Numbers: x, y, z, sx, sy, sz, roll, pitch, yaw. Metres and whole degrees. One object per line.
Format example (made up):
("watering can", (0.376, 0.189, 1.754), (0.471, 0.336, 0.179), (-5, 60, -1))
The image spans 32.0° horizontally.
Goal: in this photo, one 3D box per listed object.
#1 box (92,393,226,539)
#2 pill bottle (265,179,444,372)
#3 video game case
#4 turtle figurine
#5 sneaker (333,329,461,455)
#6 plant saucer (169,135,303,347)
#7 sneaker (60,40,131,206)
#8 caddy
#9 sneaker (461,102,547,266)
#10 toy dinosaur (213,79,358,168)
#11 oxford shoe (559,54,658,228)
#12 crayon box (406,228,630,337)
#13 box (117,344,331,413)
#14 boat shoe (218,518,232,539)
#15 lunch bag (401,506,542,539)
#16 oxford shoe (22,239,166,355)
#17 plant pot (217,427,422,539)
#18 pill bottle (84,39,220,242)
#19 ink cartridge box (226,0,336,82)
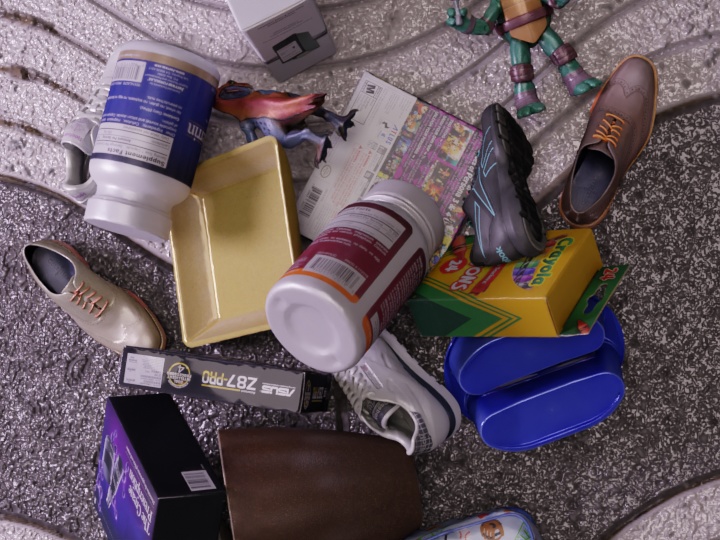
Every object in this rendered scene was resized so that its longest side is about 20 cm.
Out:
("box", (-0.216, 0.240, 1.318), (0.078, 0.200, 0.142), (-2, 115, -26))
("pill bottle", (0.000, 0.000, 1.283), (0.114, 0.115, 0.200), (32, 49, 10))
("video game case", (0.038, -0.095, 1.406), (0.180, 0.036, 0.201), (27, 90, 11))
("turtle figurine", (0.180, -0.276, 1.368), (0.149, 0.101, 0.201), (-21, 97, 21))
("sneaker", (0.014, 0.120, 1.347), (0.199, 0.080, 0.077), (36, 130, 27))
("plant saucer", (-0.130, -0.028, 1.387), (0.199, 0.048, 0.202), (-14, 82, 43))
("sneaker", (-0.287, -0.168, 1.432), (0.074, 0.099, 0.202), (10, 86, 27))
("caddy", (0.187, 0.103, 1.332), (0.198, 0.105, 0.142), (-21, 106, 7))
("sneaker", (0.139, -0.092, 1.316), (0.079, 0.075, 0.201), (-27, 46, 29))
("toy dinosaur", (-0.097, -0.186, 1.383), (0.180, 0.201, 0.105), (26, 62, 17))
("oxford shoe", (0.273, -0.141, 1.352), (0.071, 0.073, 0.202), (20, 88, 11))
("crayon box", (0.163, 0.013, 1.292), (0.199, 0.127, 0.051), (-2, 123, 36))
("box", (-0.142, 0.118, 1.353), (0.198, 0.161, 0.050), (7, 87, 9))
("boat shoe", (-0.155, 0.363, 1.381), (0.059, 0.072, 0.202), (-17, 88, 4))
("lunch bag", (0.110, 0.350, 1.337), (0.198, 0.076, 0.162), (-19, 84, 6))
("oxford shoe", (-0.310, 0.037, 1.432), (0.199, 0.074, 0.071), (35, 91, 11))
("plant pot", (-0.040, 0.245, 1.332), (0.198, 0.187, 0.189), (-9, 83, -7))
("pill bottle", (-0.232, -0.139, 1.375), (0.115, 0.116, 0.202), (13, 84, 10))
("ink cartridge box", (-0.103, -0.309, 1.366), (0.084, 0.200, 0.147), (-26, 82, 3))
